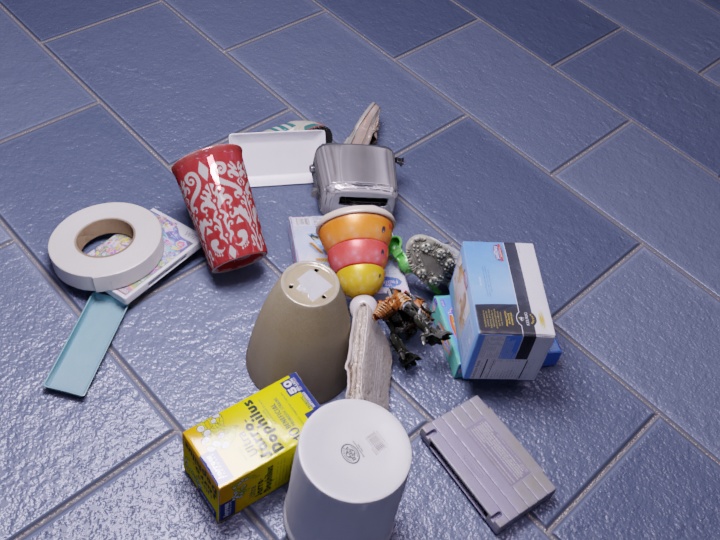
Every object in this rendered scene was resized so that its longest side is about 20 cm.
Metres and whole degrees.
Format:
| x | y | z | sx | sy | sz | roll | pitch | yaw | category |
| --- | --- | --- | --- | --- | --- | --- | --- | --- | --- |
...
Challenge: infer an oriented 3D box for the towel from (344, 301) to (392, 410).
| x | y | z | sx | sy | sz | roll | pitch | yaw | category |
| --- | --- | --- | --- | --- | --- | --- | --- | --- | --- |
| 0.015 | 0.168 | 1.366 | 0.034 | 0.133 | 0.202 | -10 | 44 | 18 | towel |

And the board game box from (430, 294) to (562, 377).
| x | y | z | sx | sy | sz | roll | pitch | yaw | category |
| --- | --- | --- | --- | --- | --- | --- | --- | --- | --- |
| 0.241 | 0.107 | 1.512 | 0.197 | 0.045 | 0.153 | -4 | 51 | -14 | board game box |

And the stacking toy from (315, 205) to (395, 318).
| x | y | z | sx | sy | sz | roll | pitch | yaw | category |
| --- | --- | --- | --- | --- | --- | --- | --- | --- | --- |
| 0.000 | 0.000 | 1.477 | 0.144 | 0.146 | 0.203 | -2 | 69 | -12 | stacking toy |

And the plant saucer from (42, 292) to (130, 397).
| x | y | z | sx | sy | sz | roll | pitch | yaw | category |
| --- | --- | --- | --- | --- | --- | --- | --- | --- | --- |
| -0.448 | 0.121 | 1.391 | 0.069 | 0.019 | 0.201 | 14 | 49 | 1 | plant saucer |

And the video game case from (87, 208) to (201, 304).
| x | y | z | sx | sy | sz | roll | pitch | yaw | category |
| --- | --- | --- | --- | --- | --- | --- | --- | --- | --- |
| -0.397 | -0.030 | 1.519 | 0.142 | 0.018 | 0.200 | 26 | 49 | 25 | video game case |

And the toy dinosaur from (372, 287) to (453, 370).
| x | y | z | sx | sy | sz | roll | pitch | yaw | category |
| --- | --- | --- | --- | --- | --- | --- | --- | --- | --- |
| 0.072 | 0.087 | 1.445 | 0.199 | 0.102 | 0.137 | -11 | 62 | -43 | toy dinosaur |

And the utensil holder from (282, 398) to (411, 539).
| x | y | z | sx | sy | sz | roll | pitch | yaw | category |
| --- | --- | --- | --- | --- | --- | --- | --- | --- | --- |
| -0.021 | 0.302 | 1.189 | 0.168 | 0.201 | 0.171 | 5 | 48 | -5 | utensil holder |

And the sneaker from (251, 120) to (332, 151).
| x | y | z | sx | sy | sz | roll | pitch | yaw | category |
| --- | --- | --- | --- | --- | --- | --- | --- | --- | --- |
| -0.161 | -0.271 | 1.768 | 0.197 | 0.071 | 0.094 | -14 | 26 | -11 | sneaker |

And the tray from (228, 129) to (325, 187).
| x | y | z | sx | sy | sz | roll | pitch | yaw | category |
| --- | --- | --- | --- | --- | --- | --- | --- | --- | --- |
| -0.167 | -0.227 | 1.710 | 0.197 | 0.109 | 0.022 | -5 | 10 | -15 | tray |

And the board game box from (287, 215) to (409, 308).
| x | y | z | sx | sy | sz | roll | pitch | yaw | category |
| --- | --- | --- | --- | --- | --- | --- | --- | --- | --- |
| -0.026 | -0.019 | 1.576 | 0.197 | 0.041 | 0.201 | -2 | 50 | -13 | board game box |

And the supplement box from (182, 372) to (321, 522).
| x | y | z | sx | sy | sz | roll | pitch | yaw | category |
| --- | --- | --- | --- | --- | --- | --- | --- | --- | --- |
| -0.153 | 0.262 | 1.261 | 0.199 | 0.110 | 0.109 | -26 | 58 | -28 | supplement box |

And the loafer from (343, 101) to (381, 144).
| x | y | z | sx | sy | sz | roll | pitch | yaw | category |
| --- | --- | --- | --- | --- | --- | --- | --- | --- | --- |
| 0.004 | -0.276 | 1.799 | 0.062 | 0.072 | 0.201 | 32 | 56 | -4 | loafer |

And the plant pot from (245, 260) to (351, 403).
| x | y | z | sx | sy | sz | roll | pitch | yaw | category |
| --- | --- | --- | --- | --- | --- | --- | --- | --- | --- |
| -0.089 | 0.085 | 1.367 | 0.185 | 0.201 | 0.189 | 6 | 48 | -6 | plant pot |

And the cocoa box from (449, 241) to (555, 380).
| x | y | z | sx | sy | sz | roll | pitch | yaw | category |
| --- | --- | --- | --- | --- | --- | --- | --- | --- | --- |
| 0.233 | 0.067 | 1.426 | 0.129 | 0.134 | 0.202 | 2 | 49 | -7 | cocoa box |

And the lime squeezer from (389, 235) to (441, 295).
| x | y | z | sx | sy | sz | roll | pitch | yaw | category |
| --- | --- | --- | --- | --- | --- | --- | --- | --- | --- |
| 0.080 | -0.035 | 1.559 | 0.201 | 0.038 | 0.070 | 51 | 33 | 10 | lime squeezer |

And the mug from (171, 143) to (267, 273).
| x | y | z | sx | sy | sz | roll | pitch | yaw | category |
| --- | --- | --- | --- | --- | --- | --- | --- | --- | --- |
| -0.236 | -0.108 | 1.532 | 0.177 | 0.132 | 0.202 | -3 | 72 | -64 | mug |

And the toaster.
| x | y | z | sx | sy | sz | roll | pitch | yaw | category |
| --- | --- | --- | --- | --- | --- | --- | --- | --- | --- |
| -0.002 | -0.171 | 1.669 | 0.197 | 0.114 | 0.130 | 2 | 52 | -11 | toaster |

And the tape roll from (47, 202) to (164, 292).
| x | y | z | sx | sy | sz | roll | pitch | yaw | category |
| --- | --- | --- | --- | --- | --- | --- | --- | --- | --- |
| -0.449 | -0.045 | 1.494 | 0.200 | 0.037 | 0.204 | 0 | 43 | 0 | tape roll |

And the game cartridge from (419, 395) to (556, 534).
| x | y | z | sx | sy | sz | roll | pitch | yaw | category |
| --- | --- | --- | --- | --- | --- | --- | --- | --- | --- |
| 0.202 | 0.304 | 1.343 | 0.129 | 0.039 | 0.200 | -21 | 55 | -30 | game cartridge |

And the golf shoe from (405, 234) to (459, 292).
| x | y | z | sx | sy | sz | roll | pitch | yaw | category |
| --- | --- | --- | --- | --- | --- | --- | --- | --- | --- |
| 0.145 | -0.018 | 1.548 | 0.199 | 0.078 | 0.098 | 35 | 20 | -36 | golf shoe |
